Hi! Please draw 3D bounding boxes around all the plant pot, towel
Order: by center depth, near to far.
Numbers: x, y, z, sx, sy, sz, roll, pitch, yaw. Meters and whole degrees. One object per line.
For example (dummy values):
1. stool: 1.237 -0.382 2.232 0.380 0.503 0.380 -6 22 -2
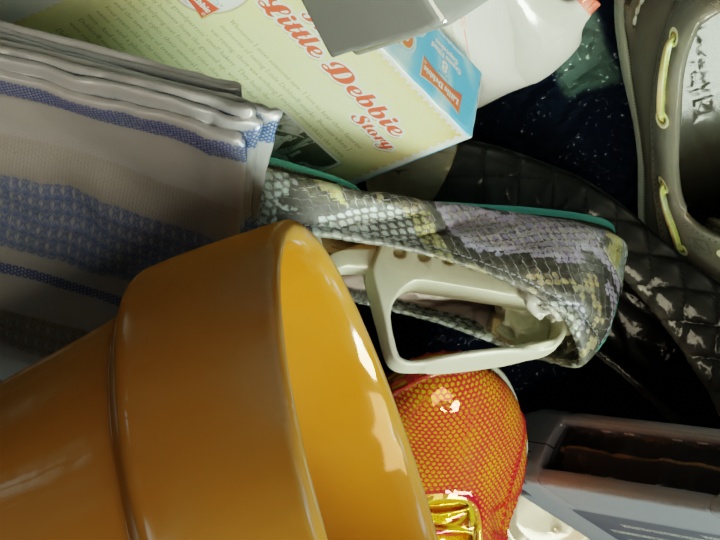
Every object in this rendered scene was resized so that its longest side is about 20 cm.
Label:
1. plant pot: -0.078 0.106 0.878 0.182 0.200 0.201 -17 119 9
2. towel: -0.110 -0.001 0.956 0.146 0.024 0.201 16 132 5

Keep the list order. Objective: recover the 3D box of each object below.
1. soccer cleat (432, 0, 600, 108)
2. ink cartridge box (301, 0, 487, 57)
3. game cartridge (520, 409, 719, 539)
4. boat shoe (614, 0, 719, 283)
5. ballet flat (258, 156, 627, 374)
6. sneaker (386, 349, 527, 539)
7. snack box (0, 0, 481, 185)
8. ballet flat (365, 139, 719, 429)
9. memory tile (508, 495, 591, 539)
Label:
1. soccer cleat: 0.006 -0.133 0.977 0.077 0.069 0.200 -38 121 12
2. ink cartridge box: 0.016 -0.191 0.881 0.146 0.083 0.201 -34 103 -23
3. game cartridge: 0.152 0.103 1.044 0.133 0.200 0.042 29 78 -26
4. boat shoe: 0.146 -0.031 1.060 0.072 0.060 0.202 -19 119 -3
5. ballet flat: 0.000 0.000 0.978 0.199 0.072 0.072 10 114 -10
6. sneaker: 0.034 0.113 1.060 0.073 0.077 0.201 -6 132 -7
7. snack box: -0.061 -0.098 0.955 0.116 0.037 0.200 -20 133 32
8. ballet flat: 0.088 0.010 1.046 0.199 0.057 0.066 31 147 -4
9. memory tile: 0.072 0.163 1.170 0.152 0.017 0.201 0 117 -11
